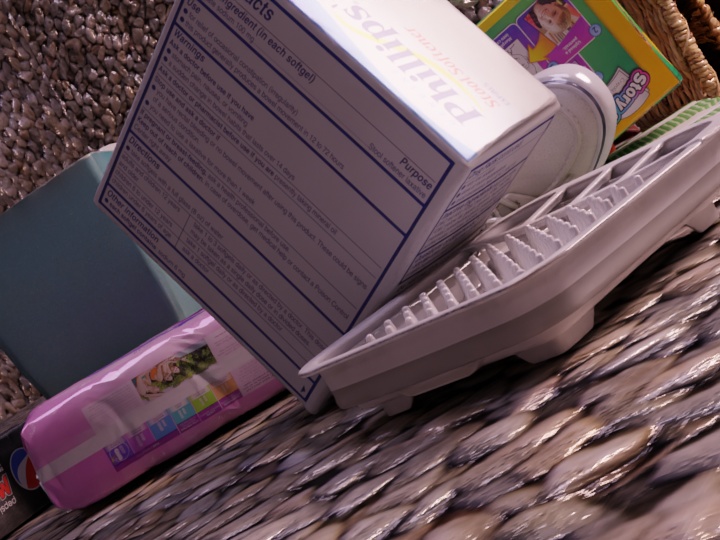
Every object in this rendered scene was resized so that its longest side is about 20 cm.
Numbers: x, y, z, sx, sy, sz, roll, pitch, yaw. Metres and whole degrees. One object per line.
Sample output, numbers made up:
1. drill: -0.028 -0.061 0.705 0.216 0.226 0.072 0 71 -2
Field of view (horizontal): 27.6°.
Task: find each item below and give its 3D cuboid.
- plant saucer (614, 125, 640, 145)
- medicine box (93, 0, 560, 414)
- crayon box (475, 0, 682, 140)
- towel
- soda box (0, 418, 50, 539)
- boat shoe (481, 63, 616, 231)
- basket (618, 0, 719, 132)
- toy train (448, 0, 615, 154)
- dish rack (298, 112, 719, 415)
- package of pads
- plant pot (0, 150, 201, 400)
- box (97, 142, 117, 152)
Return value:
1. plant saucer: 0.114 -0.105 1.307 0.199 0.037 0.199 -5 -15 -43
2. medicine box: -0.024 -0.062 0.793 0.103 0.182 0.201 -33 -19 -48
3. crayon box: 0.103 -0.108 0.992 0.200 0.119 0.058 -41 4 12
4. towel: 0.187 -0.067 0.929 0.152 0.024 0.200 -32 6 -3
5. soda box: -0.292 0.175 1.094 0.070 0.064 0.200 -28 4 30
6. boat shoe: 0.076 -0.040 0.890 0.086 0.075 0.202 -48 1 -43
7. basket: 0.255 -0.227 1.134 0.142 0.201 0.149 -29 1 -12
8. toy train: 0.092 -0.125 1.059 0.150 0.201 0.056 -36 17 10
9. dish rack: 0.080 0.003 0.678 0.171 0.044 0.199 -25 7 47
10. package of pads: -0.131 0.082 0.988 0.199 0.076 0.120 -31 5 -11
11. plant pot: -0.191 0.032 1.116 0.141 0.201 0.141 -34 2 6
12. box: -0.159 -0.030 1.339 0.199 0.130 0.201 -34 -20 -49
